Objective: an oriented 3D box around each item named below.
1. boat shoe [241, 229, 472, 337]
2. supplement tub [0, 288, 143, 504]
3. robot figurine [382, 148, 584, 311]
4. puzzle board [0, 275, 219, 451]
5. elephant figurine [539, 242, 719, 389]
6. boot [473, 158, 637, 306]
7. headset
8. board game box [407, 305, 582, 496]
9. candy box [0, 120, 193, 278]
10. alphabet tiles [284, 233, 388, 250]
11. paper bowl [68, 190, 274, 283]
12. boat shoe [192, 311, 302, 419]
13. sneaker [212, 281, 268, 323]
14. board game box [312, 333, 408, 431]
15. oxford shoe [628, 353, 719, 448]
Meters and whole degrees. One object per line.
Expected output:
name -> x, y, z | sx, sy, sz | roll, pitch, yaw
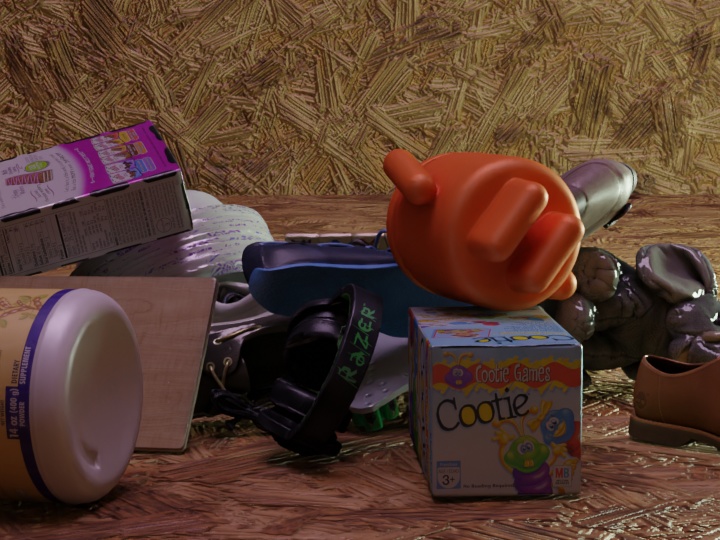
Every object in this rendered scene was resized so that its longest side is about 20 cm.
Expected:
boat shoe -> 0.000, 0.000, 1.623 | 0.200, 0.084, 0.069 | 14, 25, -33
supplement tub -> -0.264, 0.083, 1.382 | 0.199, 0.146, 0.145 | 1, 7, 17
robot figurine -> 0.089, -0.033, 1.530 | 0.143, 0.117, 0.200 | -2, 5, -21
puzzle board -> -0.217, 0.072, 1.583 | 0.199, 0.151, 0.017 | 0, -32, 15
elephant figurine -> 0.256, 0.048, 1.723 | 0.199, 0.156, 0.142 | 6, -22, -7
boot -> 0.143, -0.029, 1.714 | 0.200, 0.070, 0.146 | -29, -4, 31
headset -> -0.046, 0.079, 1.506 | 0.094, 0.124, 0.200 | 23, -28, -10
board game box -> 0.092, 0.088, 1.438 | 0.105, 0.103, 0.200 | -1, 6, -2
candy box -> -0.253, -0.055, 1.711 | 0.200, 0.061, 0.136 | -15, 25, -10
alphabet tiles -> -0.025, 0.015, 2.007 | 0.199, 0.008, 0.167 | 0, -35, 13
paper bowl -> -0.173, 0.004, 1.815 | 0.200, 0.105, 0.201 | -24, -19, -9
boat shoe -> -0.098, 0.077, 1.619 | 0.201, 0.072, 0.060 | -19, 17, -20
sneaker -> -0.119, 0.047, 1.739 | 0.200, 0.071, 0.073 | -23, 6, 32
board game box -> 0.017, 0.069, 1.696 | 0.200, 0.026, 0.200 | -30, 23, -33
oxford shoe -> 0.287, 0.096, 1.486 | 0.200, 0.071, 0.071 | 5, 8, 33
